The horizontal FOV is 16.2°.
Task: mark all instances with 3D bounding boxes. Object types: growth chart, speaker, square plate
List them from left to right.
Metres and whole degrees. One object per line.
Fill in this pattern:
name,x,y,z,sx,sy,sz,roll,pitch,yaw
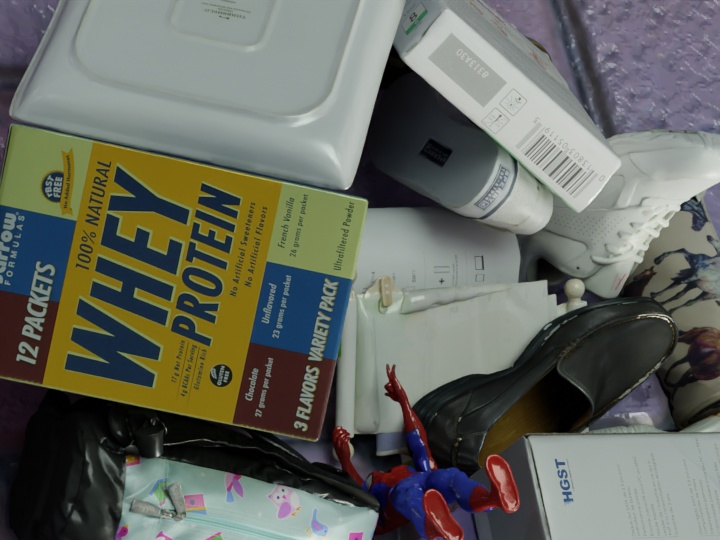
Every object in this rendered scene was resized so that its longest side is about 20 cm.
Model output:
square plate,-0.081,-0.144,1.469,0.199,0.028,0.198,12,51,4
speaker,0.000,0.000,1.618,0.199,0.081,0.081,-3,65,-29
growth chart,0.067,0.069,1.614,0.199,0.018,0.145,1,100,-29

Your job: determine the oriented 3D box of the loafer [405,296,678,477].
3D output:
loafer,0.128,0.080,1.599,0.200,0.072,0.073,-30,115,-21

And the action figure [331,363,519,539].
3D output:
action figure,0.026,0.109,1.496,0.065,0.200,0.099,-26,90,-16

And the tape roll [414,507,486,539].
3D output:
tape roll,0.088,0.246,1.529,0.199,0.085,0.201,12,60,-22

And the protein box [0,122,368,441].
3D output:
protein box,-0.113,0.004,1.432,0.198,0.200,0.135,12,90,-6

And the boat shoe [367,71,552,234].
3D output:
boat shoe,0.068,-0.072,1.648,0.070,0.200,0.071,31,94,-28

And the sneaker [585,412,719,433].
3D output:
sneaker,0.222,0.141,1.646,0.199,0.076,0.088,-9,73,-14

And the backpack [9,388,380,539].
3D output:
backpack,-0.092,0.147,1.450,0.200,0.167,0.127,18,91,-20

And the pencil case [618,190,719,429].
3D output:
pencil case,0.222,0.015,1.709,0.078,0.089,0.200,24,39,-53

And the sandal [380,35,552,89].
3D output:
sandal,0.039,-0.164,1.736,0.199,0.080,0.054,14,42,-23

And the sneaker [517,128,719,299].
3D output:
sneaker,0.174,-0.034,1.667,0.078,0.200,0.100,-1,78,-38

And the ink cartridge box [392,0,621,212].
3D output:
ink cartridge box,0.076,-0.135,1.617,0.161,0.050,0.200,39,10,-24

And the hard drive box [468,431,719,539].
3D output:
hard drive box,0.180,0.180,1.512,0.199,0.077,0.156,2,64,-28
